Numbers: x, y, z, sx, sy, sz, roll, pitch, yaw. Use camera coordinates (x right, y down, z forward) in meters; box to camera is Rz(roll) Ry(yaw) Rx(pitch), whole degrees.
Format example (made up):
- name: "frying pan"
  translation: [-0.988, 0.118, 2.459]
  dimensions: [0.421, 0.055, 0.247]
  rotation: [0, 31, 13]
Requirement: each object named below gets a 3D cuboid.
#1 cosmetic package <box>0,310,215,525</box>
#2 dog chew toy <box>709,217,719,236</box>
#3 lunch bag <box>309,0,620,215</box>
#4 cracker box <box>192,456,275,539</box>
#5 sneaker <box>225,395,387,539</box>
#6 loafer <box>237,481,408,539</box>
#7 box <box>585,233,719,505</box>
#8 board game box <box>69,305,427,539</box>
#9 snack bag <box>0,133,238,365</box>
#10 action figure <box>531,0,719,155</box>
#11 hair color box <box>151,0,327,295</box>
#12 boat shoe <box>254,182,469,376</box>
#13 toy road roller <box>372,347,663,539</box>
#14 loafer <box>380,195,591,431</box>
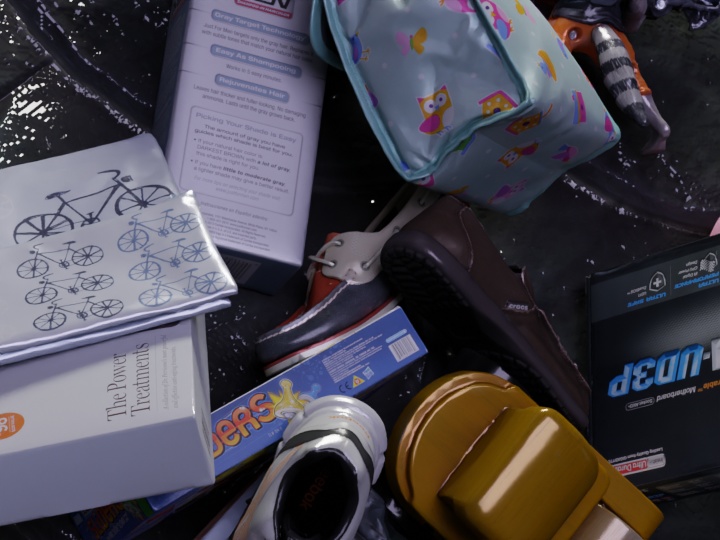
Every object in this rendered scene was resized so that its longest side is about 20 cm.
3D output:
- name: "cosmetic package"
  translation: [-0.164, 0.062, 1.249]
  dimensions: [0.150, 0.052, 0.200]
  rotation: [-13, 30, 1]
- name: "dog chew toy"
  translation: [0.291, 0.045, 1.487]
  dimensions: [0.124, 0.125, 0.201]
  rotation: [11, 74, -17]
- name: "lunch bag"
  translation: [0.055, -0.148, 1.427]
  dimensions: [0.200, 0.122, 0.170]
  rotation: [60, 20, 18]
- name: "cracker box"
  translation: [-0.024, 0.226, 1.327]
  dimensions: [0.200, 0.058, 0.134]
  rotation: [45, 61, -1]
- name: "sneaker"
  translation: [-0.050, 0.165, 1.224]
  dimensions: [0.074, 0.080, 0.201]
  rotation: [23, 101, 0]
- name: "loafer"
  translation: [0.014, 0.189, 1.293]
  dimensions: [0.200, 0.073, 0.072]
  rotation: [44, 80, 4]
- name: "box"
  translation: [0.235, 0.057, 1.413]
  dimensions: [0.046, 0.200, 0.160]
  rotation: [22, 61, -42]
- name: "board game box"
  translation: [-0.068, 0.098, 1.315]
  dimensions: [0.200, 0.135, 0.035]
  rotation: [-29, 84, -28]
- name: "snack bag"
  translation: [-0.183, -0.016, 1.293]
  dimensions: [0.188, 0.021, 0.200]
  rotation: [-14, 37, -10]
- name: "action figure"
  translation: [0.186, -0.182, 1.543]
  dimensions: [0.199, 0.105, 0.194]
  rotation: [0, 80, -19]
- name: "hair color box"
  translation: [-0.081, -0.095, 1.428]
  dimensions: [0.099, 0.061, 0.201]
  rotation: [14, 66, -16]
- name: "boat shoe"
  translation: [0.000, 0.000, 1.412]
  dimensions: [0.200, 0.071, 0.063]
  rotation: [-36, 100, -34]
- name: "toy road roller"
  translation: [0.102, 0.147, 1.333]
  dimensions: [0.200, 0.146, 0.123]
  rotation: [43, 78, -13]
- name: "loafer"
  translation: [0.094, 0.028, 1.402]
  dimensions: [0.200, 0.073, 0.071]
  rotation: [52, 57, -33]
